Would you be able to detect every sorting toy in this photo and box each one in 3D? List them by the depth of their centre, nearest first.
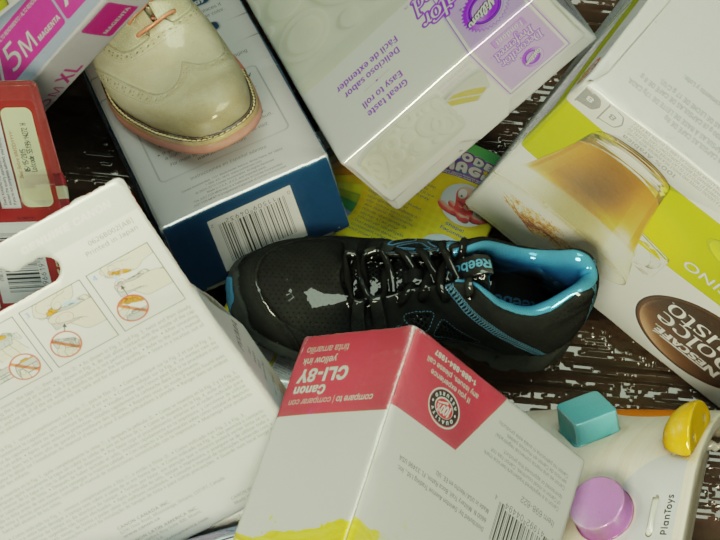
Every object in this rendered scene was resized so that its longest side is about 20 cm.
[{"bbox_3d":[0.092,0.141,1.339,0.180,0.107,0.200,4,60,20],"label":"sorting toy"}]

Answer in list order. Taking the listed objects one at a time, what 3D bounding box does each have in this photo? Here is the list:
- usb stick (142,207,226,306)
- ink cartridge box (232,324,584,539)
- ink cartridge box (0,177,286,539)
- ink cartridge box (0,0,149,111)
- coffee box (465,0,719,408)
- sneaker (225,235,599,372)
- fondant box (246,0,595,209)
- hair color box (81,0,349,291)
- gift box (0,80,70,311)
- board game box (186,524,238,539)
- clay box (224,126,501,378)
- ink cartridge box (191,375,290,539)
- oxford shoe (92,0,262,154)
[{"bbox_3d":[-0.105,0.043,1.397,0.055,0.033,0.200,9,61,-5],"label":"usb stick"},{"bbox_3d":[0.013,0.149,1.220,0.083,0.145,0.200,-6,55,42],"label":"ink cartridge box"},{"bbox_3d":[-0.137,0.056,1.233,0.162,0.200,0.050,-28,30,6],"label":"ink cartridge box"},{"bbox_3d":[-0.208,-0.184,1.377,0.042,0.119,0.200,2,49,-55],"label":"ink cartridge box"},{"bbox_3d":[0.213,-0.074,1.368,0.200,0.198,0.200,39,66,-2],"label":"coffee box"},{"bbox_3d":[0.029,0.005,1.332,0.200,0.082,0.073,2,64,-18],"label":"sneaker"},{"bbox_3d":[0.023,-0.151,1.405,0.144,0.058,0.200,-41,46,11],"label":"fondant box"},{"bbox_3d":[-0.089,-0.085,1.409,0.100,0.061,0.200,-24,47,-5],"label":"hair color box"},{"bbox_3d":[-0.234,0.024,1.317,0.200,0.187,0.185,2,58,-25],"label":"gift box"},{"bbox_3d":[-0.120,0.245,1.231,0.199,0.041,0.200,-14,91,-16],"label":"board game box"},{"bbox_3d":[0.000,0.000,1.408,0.115,0.048,0.200,25,56,3],"label":"clay box"},{"bbox_3d":[-0.041,0.156,1.313,0.099,0.039,0.200,12,86,3],"label":"ink cartridge box"},{"bbox_3d":[-0.122,-0.134,1.370,0.071,0.074,0.200,-34,48,-14],"label":"oxford shoe"}]
